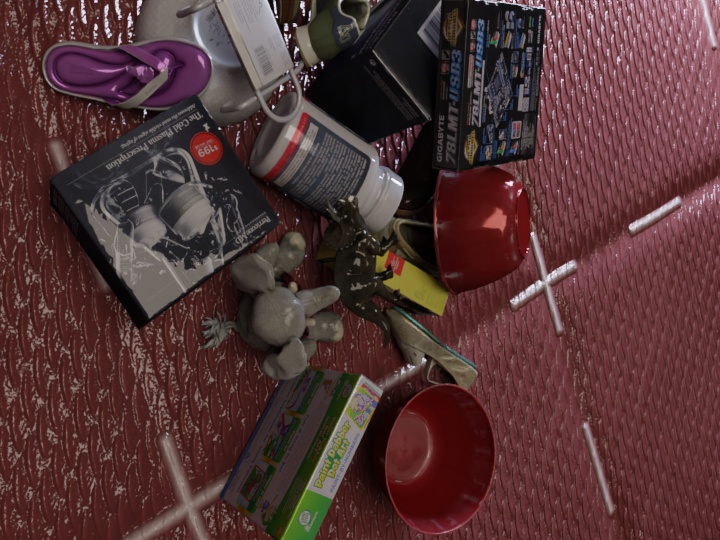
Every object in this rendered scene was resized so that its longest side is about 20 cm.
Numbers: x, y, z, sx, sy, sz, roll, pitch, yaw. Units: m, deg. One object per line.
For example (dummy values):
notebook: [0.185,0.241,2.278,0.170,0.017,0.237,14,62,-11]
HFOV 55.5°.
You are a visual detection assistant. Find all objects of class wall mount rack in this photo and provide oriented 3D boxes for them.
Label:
wall mount rack: [-0.122,-0.286,0.821,0.173,0.073,0.204,-42,121,-33]

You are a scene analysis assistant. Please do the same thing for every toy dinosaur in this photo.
toy dinosaur: [0.000,0.000,0.905,0.099,0.077,0.207,-7,99,-17]

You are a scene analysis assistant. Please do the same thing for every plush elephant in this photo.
plush elephant: [-0.096,0.049,0.867,0.196,0.153,0.169,-24,99,-30]

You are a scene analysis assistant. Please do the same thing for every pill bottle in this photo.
pill bottle: [-0.042,-0.137,0.931,0.197,0.119,0.123,30,73,-26]

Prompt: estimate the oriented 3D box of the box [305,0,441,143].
box: [0.052,-0.297,0.950,0.123,0.197,0.202,42,68,-21]

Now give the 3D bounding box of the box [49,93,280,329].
box: [-0.229,-0.068,0.810,0.199,0.104,0.184,-39,98,-26]

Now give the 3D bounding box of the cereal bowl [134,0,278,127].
cereal bowl: [-0.184,-0.293,0.876,0.195,0.083,0.207,1,88,-31]

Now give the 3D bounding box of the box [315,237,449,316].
box: [0.035,0.005,0.997,0.197,0.075,0.051,30,73,-25]

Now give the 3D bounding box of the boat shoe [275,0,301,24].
boat shoe: [-0.112,-0.433,0.895,0.071,0.076,0.206,-3,114,-10]

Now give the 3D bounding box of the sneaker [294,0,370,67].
sneaker: [-0.024,-0.337,0.916,0.203,0.087,0.068,-77,145,-52]

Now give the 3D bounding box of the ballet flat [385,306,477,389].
ballet flat: [0.104,0.130,1.038,0.198,0.067,0.063,37,80,-24]

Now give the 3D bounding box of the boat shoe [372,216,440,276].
boat shoe: [0.100,-0.037,1.033,0.197,0.062,0.076,21,75,-40]

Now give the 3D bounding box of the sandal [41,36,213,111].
sandal: [-0.271,-0.226,0.800,0.196,0.050,0.085,-4,111,-6]

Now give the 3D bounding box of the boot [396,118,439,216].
boot: [0.101,-0.196,0.998,0.071,0.169,0.202,25,56,16]

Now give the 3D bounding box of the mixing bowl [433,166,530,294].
mixing bowl: [0.187,-0.067,0.996,0.199,0.105,0.208,0,90,-65]

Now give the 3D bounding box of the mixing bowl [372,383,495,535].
mixing bowl: [0.090,0.265,0.995,0.195,0.107,0.208,2,86,-31]

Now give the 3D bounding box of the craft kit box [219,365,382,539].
craft kit box: [-0.078,0.218,0.846,0.048,0.196,0.204,35,72,-22]

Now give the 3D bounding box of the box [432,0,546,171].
box: [0.171,-0.241,0.895,0.195,0.049,0.207,-17,113,-44]
